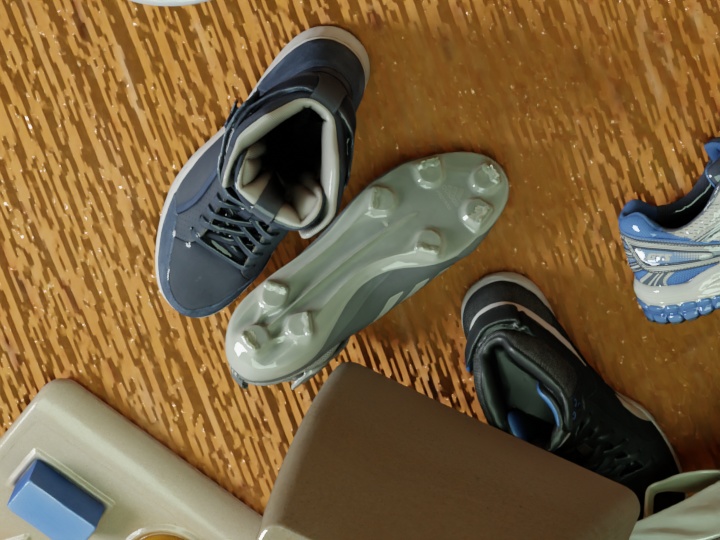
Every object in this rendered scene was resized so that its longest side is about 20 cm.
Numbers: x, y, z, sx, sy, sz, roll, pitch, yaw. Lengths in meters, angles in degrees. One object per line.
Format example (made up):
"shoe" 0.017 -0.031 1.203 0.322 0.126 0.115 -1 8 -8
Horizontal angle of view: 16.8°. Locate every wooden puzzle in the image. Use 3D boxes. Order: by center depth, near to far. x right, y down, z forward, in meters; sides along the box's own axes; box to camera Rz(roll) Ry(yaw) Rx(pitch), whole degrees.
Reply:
"wooden puzzle" -0.181 0.194 1.564 0.185 0.046 0.200 37 110 -11

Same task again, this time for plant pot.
"plant pot" 0.015 0.198 1.371 0.199 0.177 0.201 24 109 14

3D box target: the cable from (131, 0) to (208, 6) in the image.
"cable" -0.103 -0.247 1.363 0.199 0.069 0.201 -26 109 13

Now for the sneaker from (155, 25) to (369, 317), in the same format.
"sneaker" -0.066 -0.035 1.409 0.077 0.146 0.203 28 113 -10

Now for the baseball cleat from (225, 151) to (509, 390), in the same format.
"baseball cleat" 0.000 0.000 1.465 0.199 0.107 0.070 -32 78 -11

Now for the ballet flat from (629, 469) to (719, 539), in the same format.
"ballet flat" 0.169 0.164 1.461 0.199 0.070 0.070 -22 110 11

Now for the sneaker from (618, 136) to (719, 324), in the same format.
"sneaker" 0.240 -0.043 1.425 0.199 0.077 0.086 -26 105 13

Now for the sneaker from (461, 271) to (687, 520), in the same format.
"sneaker" 0.126 0.102 1.471 0.073 0.112 0.200 -36 106 18
